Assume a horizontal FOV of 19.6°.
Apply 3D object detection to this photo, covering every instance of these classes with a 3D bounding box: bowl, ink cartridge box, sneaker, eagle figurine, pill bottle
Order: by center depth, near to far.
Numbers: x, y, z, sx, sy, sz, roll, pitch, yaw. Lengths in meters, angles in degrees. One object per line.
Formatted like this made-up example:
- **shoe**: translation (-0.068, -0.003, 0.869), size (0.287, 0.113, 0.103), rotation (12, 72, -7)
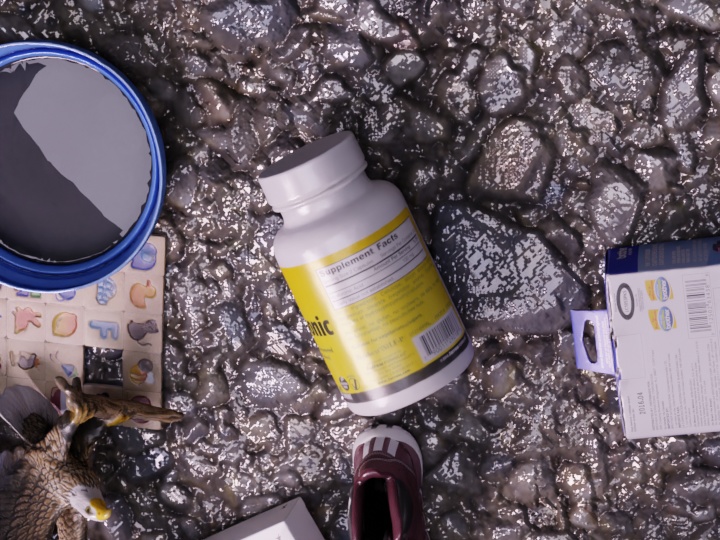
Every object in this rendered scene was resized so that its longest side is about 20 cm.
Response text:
- **ink cartridge box**: translation (0.261, 0.049, 1.596), size (0.198, 0.076, 0.138), rotation (-6, 105, 9)
- **pill bottle**: translation (0.000, 0.000, 1.604), size (0.110, 0.111, 0.201), rotation (-22, 102, 15)
- **bowl**: translation (-0.248, -0.084, 1.649), size (0.198, 0.039, 0.203), rotation (2, 104, 8)
- **eagle figurine**: translation (-0.239, 0.191, 1.661), size (0.150, 0.151, 0.202), rotation (19, 92, -5)
- **sneaker**: translation (0.020, 0.234, 1.670), size (0.075, 0.116, 0.202), rotation (-9, 105, 11)

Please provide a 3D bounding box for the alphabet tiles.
- **alphabet tiles**: translation (-0.241, 0.028, 1.706), size (0.165, 0.008, 0.202), rotation (6, 107, 8)

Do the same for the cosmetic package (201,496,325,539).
- **cosmetic package**: translation (-0.100, 0.294, 1.732), size (0.199, 0.052, 0.152), rotation (-26, 99, 23)
